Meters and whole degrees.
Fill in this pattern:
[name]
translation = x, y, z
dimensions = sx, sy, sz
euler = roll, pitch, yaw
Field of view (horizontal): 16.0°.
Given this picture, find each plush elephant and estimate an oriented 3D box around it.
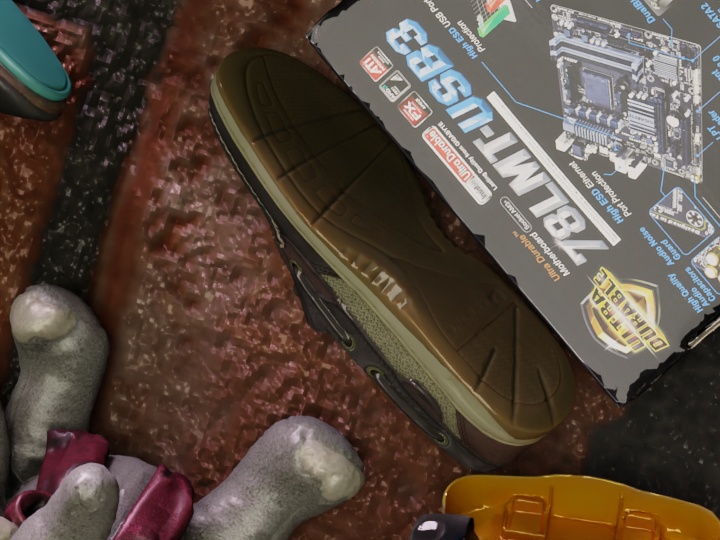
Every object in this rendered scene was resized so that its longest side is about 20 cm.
[plush elephant]
translation = -0.121, 0.119, 1.014
dimensions = 0.164, 0.155, 0.201
euler = 34, 97, 4

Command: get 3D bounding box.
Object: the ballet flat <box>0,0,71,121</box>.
[ballet flat]
translation = -0.197, -0.126, 1.058
dimensions = 0.068, 0.068, 0.200
euler = -40, 78, 18

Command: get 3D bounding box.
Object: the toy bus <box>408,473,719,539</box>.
[toy bus]
translation = 0.075, 0.208, 1.006
dimensions = 0.135, 0.201, 0.193
euler = 6, 133, 8

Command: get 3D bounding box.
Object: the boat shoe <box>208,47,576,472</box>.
[boat shoe]
translation = 0.001, 0.000, 1.034
dimensions = 0.201, 0.072, 0.066
euler = 48, 134, 10

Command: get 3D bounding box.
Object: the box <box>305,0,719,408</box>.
[box]
translation = 0.115, -0.084, 1.022
dimensions = 0.198, 0.050, 0.200
euler = -41, 88, 9
